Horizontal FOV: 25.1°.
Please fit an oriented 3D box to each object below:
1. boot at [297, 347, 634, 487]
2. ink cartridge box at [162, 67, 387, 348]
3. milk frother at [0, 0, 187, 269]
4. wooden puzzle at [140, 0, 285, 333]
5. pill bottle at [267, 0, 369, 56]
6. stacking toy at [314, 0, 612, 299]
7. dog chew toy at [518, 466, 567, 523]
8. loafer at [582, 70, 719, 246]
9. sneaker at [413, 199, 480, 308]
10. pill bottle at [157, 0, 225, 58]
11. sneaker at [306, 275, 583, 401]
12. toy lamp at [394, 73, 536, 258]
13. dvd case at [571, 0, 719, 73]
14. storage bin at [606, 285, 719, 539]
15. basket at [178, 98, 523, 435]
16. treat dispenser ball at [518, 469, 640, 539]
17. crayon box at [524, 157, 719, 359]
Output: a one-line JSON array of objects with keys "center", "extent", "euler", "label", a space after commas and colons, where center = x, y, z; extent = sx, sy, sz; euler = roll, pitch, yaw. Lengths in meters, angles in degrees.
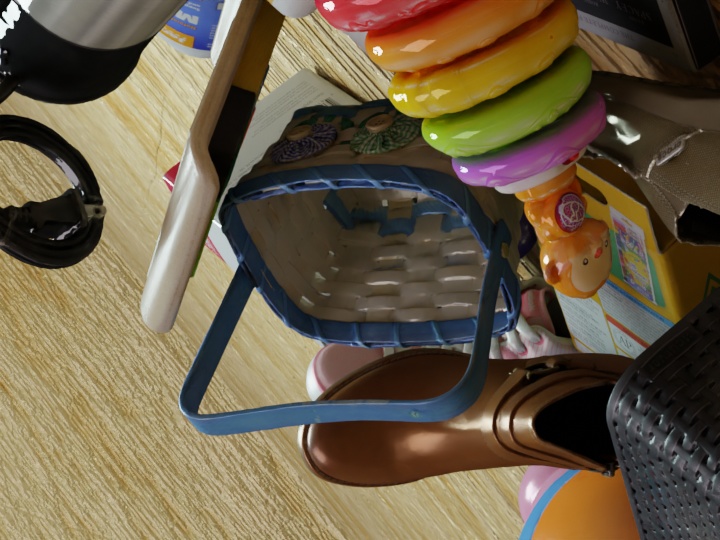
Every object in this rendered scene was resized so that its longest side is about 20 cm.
[{"center": [0.072, 0.085, 0.862], "extent": [0.155, 0.198, 0.077], "euler": [-165, 73, -81], "label": "boot"}, {"center": [-0.029, -0.046, 1.180], "extent": [0.200, 0.145, 0.084], "euler": [39, 161, 47], "label": "ink cartridge box"}, {"center": [-0.145, -0.127, 0.868], "extent": [0.201, 0.180, 0.188], "euler": [62, 149, 0], "label": "milk frother"}, {"center": [-0.075, -0.087, 0.902], "extent": [0.037, 0.201, 0.185], "euler": [16, 149, -7], "label": "wooden puzzle"}, {"center": [-0.037, -0.198, 0.766], "extent": [0.200, 0.109, 0.109], "euler": [45, 168, -6], "label": "pill bottle"}, {"center": [0.059, -0.074, 0.678], "extent": [0.109, 0.116, 0.201], "euler": [-5, 117, 51], "label": "stacking toy"}, {"center": [0.178, 0.192, 1.172], "extent": [0.125, 0.124, 0.200], "euler": [58, 174, -26], "label": "dog chew toy"}, {"center": [0.146, -0.045, 0.692], "extent": [0.200, 0.076, 0.068], "euler": [-158, 75, -65], "label": "loafer"}, {"center": [0.081, 0.037, 1.104], "extent": [0.200, 0.079, 0.074], "euler": [43, -170, -17], "label": "sneaker"}, {"center": [-0.097, -0.207, 1.064], "extent": [0.112, 0.112, 0.200], "euler": [51, 166, 3], "label": "pill bottle"}, {"center": [0.069, 0.047, 1.021], "extent": [0.076, 0.199, 0.105], "euler": [-92, 10, -46], "label": "sneaker"}, {"center": [0.061, -0.084, 0.966], "extent": [0.058, 0.058, 0.201], "euler": [41, 162, 40], "label": "toy lamp"}, {"center": [0.077, -0.188, 0.703], "extent": [0.150, 0.025, 0.201], "euler": [36, 159, 52], "label": "dvd case"}, {"center": [0.205, 0.096, 0.757], "extent": [0.094, 0.135, 0.201], "euler": [41, 163, 41], "label": "storage bin"}, {"center": [0.000, 0.000, 0.879], "extent": [0.175, 0.201, 0.139], "euler": [-6, 141, 27], "label": "basket"}, {"center": [0.186, 0.195, 0.949], "extent": [0.201, 0.200, 0.201], "euler": [48, 167, 16], "label": "treat dispenser ball"}, {"center": [0.150, -0.005, 0.874], "extent": [0.126, 0.051, 0.201], "euler": [40, 163, 44], "label": "crayon box"}]
